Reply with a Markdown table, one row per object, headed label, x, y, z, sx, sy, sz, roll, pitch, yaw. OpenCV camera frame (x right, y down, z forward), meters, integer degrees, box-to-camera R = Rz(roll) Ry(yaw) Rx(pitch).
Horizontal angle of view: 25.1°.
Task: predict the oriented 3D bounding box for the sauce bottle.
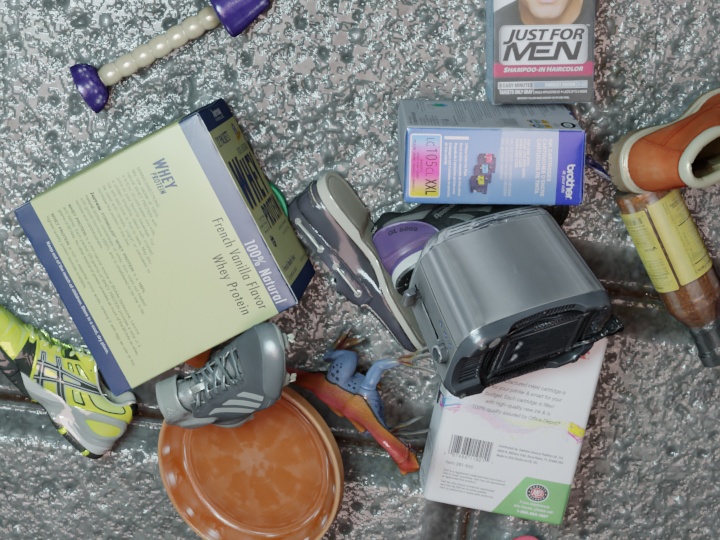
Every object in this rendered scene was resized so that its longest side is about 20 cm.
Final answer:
| label | x | y | z | sx | sy | sz | roll | pitch | yaw |
| --- | --- | --- | --- | --- | --- | --- | --- | --- | --- |
| sauce bottle | 0.316 | 0.001 | 1.597 | 0.065 | 0.066 | 0.202 | -24 | 104 | 4 |

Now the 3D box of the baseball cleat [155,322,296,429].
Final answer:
| label | x | y | z | sx | sy | sz | roll | pitch | yaw |
| --- | --- | --- | --- | --- | --- | --- | --- | --- | --- |
| baseball cleat | -0.129 | 0.107 | 1.484 | 0.105 | 0.200 | 0.070 | -7 | 66 | -22 |

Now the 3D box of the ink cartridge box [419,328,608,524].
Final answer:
| label | x | y | z | sx | sy | sz | roll | pitch | yaw |
| --- | --- | --- | --- | --- | --- | --- | --- | --- | --- |
| ink cartridge box | 0.150 | 0.135 | 1.613 | 0.143 | 0.084 | 0.202 | 11 | 103 | -4 |

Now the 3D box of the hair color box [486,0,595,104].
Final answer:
| label | x | y | z | sx | sy | sz | roll | pitch | yaw |
| --- | --- | --- | --- | --- | --- | --- | --- | --- | --- |
| hair color box | 0.170 | -0.262 | 1.532 | 0.098 | 0.061 | 0.202 | -1 | 103 | -1 |

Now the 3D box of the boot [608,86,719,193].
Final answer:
| label | x | y | z | sx | sy | sz | roll | pitch | yaw |
| --- | --- | --- | --- | --- | --- | --- | --- | --- | --- |
| boot | 0.340 | -0.121 | 1.518 | 0.199 | 0.107 | 0.076 | -27 | 107 | -30 |

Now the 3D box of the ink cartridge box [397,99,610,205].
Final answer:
| label | x | y | z | sx | sy | sz | roll | pitch | yaw |
| --- | --- | --- | --- | --- | --- | --- | --- | --- | --- |
| ink cartridge box | 0.136 | -0.112 | 1.527 | 0.197 | 0.137 | 0.077 | 0 | 107 | -1 |

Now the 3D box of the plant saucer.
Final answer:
| label | x | y | z | sx | sy | sz | roll | pitch | yaw |
| --- | --- | --- | --- | --- | --- | --- | --- | --- | --- |
| plant saucer | -0.109 | 0.195 | 1.620 | 0.198 | 0.032 | 0.203 | 7 | 110 | 18 |

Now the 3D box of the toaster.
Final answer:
| label | x | y | z | sx | sy | sz | roll | pitch | yaw |
| --- | --- | --- | --- | --- | --- | --- | --- | --- | --- |
| toaster | 0.138 | 0.023 | 1.495 | 0.198 | 0.130 | 0.114 | -16 | 149 | -22 |

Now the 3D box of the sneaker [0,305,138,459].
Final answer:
| label | x | y | z | sx | sy | sz | roll | pitch | yaw |
| --- | --- | --- | --- | --- | --- | --- | --- | --- | --- |
| sneaker | -0.304 | 0.094 | 1.605 | 0.076 | 0.075 | 0.200 | -41 | 112 | 0 |

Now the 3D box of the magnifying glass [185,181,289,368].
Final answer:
| label | x | y | z | sx | sy | sz | roll | pitch | yaw |
| --- | --- | --- | --- | --- | --- | --- | --- | --- | --- |
| magnifying glass | -0.131 | 0.003 | 1.609 | 0.079 | 0.022 | 0.202 | 21 | 100 | -6 |

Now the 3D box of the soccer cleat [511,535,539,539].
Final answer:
| label | x | y | z | sx | sy | sz | roll | pitch | yaw |
| --- | --- | --- | --- | --- | --- | --- | --- | --- | --- |
| soccer cleat | 0.138 | 0.365 | 1.687 | 0.076 | 0.067 | 0.201 | 29 | 97 | -40 |

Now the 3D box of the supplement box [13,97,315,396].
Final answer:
| label | x | y | z | sx | sy | sz | roll | pitch | yaw |
| --- | --- | --- | --- | --- | --- | --- | --- | --- | --- |
| supplement box | -0.179 | -0.026 | 1.526 | 0.198 | 0.134 | 0.201 | -27 | 98 | 10 |

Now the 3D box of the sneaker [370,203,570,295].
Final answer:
| label | x | y | z | sx | sy | sz | roll | pitch | yaw |
| --- | --- | --- | --- | --- | --- | --- | --- | --- | --- |
| sneaker | 0.106 | -0.053 | 1.574 | 0.198 | 0.076 | 0.088 | -19 | 59 | -18 |

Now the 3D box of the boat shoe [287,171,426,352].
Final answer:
| label | x | y | z | sx | sy | sz | roll | pitch | yaw |
| --- | --- | --- | --- | --- | --- | --- | --- | --- | --- |
| boat shoe | 0.000 | 0.000 | 1.594 | 0.062 | 0.073 | 0.201 | -28 | 101 | 25 |

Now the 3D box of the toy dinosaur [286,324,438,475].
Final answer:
| label | x | y | z | sx | sy | sz | roll | pitch | yaw |
| --- | --- | --- | --- | --- | --- | --- | --- | --- | --- |
| toy dinosaur | 0.000 | 0.139 | 1.557 | 0.198 | 0.182 | 0.106 | -16 | 114 | 10 |

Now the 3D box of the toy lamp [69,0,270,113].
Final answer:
| label | x | y | z | sx | sy | sz | roll | pitch | yaw |
| --- | --- | --- | --- | --- | --- | --- | --- | --- | --- |
| toy lamp | -0.178 | -0.219 | 1.535 | 0.199 | 0.058 | 0.059 | -31 | 102 | 6 |
